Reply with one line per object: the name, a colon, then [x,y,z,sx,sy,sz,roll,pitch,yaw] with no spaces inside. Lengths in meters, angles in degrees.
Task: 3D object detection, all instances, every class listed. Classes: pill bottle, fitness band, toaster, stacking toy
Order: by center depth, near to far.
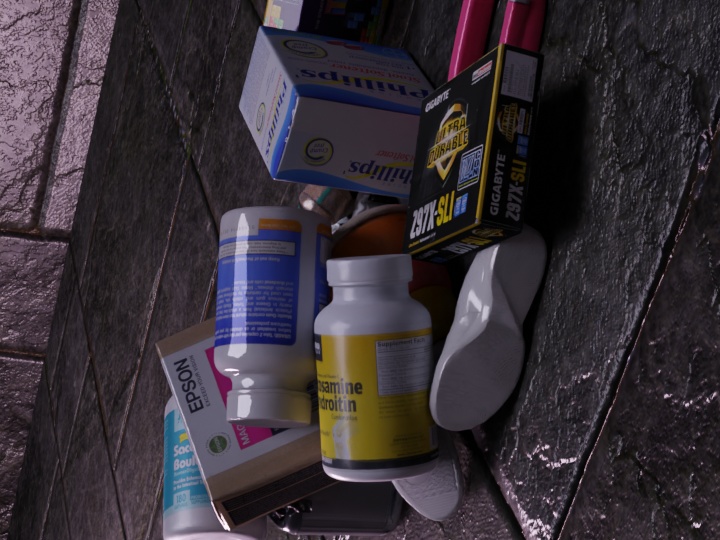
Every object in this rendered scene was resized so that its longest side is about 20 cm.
pill bottle: [0.014,0.089,1.507,0.112,0.111,0.203,-177,83,-70]
pill bottle: [-0.085,0.047,1.561,0.112,0.111,0.203,156,118,-67]
fitness band: [0.127,-0.217,1.572,0.144,0.037,0.203,-138,59,-67]
stacking toy: [0.050,0.044,1.603,0.201,0.145,0.147,55,136,41]
pill bottle: [-0.156,0.197,1.729,0.111,0.109,0.202,130,142,-56]
toaster: [-0.033,0.220,1.730,0.200,0.128,0.115,-161,78,-70]

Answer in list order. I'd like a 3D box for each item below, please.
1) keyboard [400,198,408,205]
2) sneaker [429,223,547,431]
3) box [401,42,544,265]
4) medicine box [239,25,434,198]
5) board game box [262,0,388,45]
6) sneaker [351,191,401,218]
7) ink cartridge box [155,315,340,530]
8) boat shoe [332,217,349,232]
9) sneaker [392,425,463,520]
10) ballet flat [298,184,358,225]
keyboard: [0.022,-0.088,1.861,0.200,0.011,0.057,-126,51,-62]
sneaker: [0.113,0.047,1.487,0.089,0.074,0.202,-134,64,-69]
box: [0.099,-0.099,1.466,0.200,0.049,0.162,157,122,-71]
medicine box: [-0.018,-0.170,1.744,0.200,0.180,0.104,-118,40,-58]
board game box: [-0.025,-0.357,1.855,0.056,0.165,0.202,22,108,32]
sneaker: [0.000,0.000,1.758,0.081,0.075,0.203,-5,75,50]
ink cartridge box: [-0.100,0.135,1.640,0.075,0.163,0.201,73,173,-58]
boat shoe: [-0.028,-0.028,1.879,0.200,0.073,0.067,45,119,59]
sneaker: [0.056,0.169,1.625,0.201,0.073,0.118,58,-175,27]
ballet flat: [-0.015,-0.096,1.806,0.068,0.068,0.200,-54,1,17]
